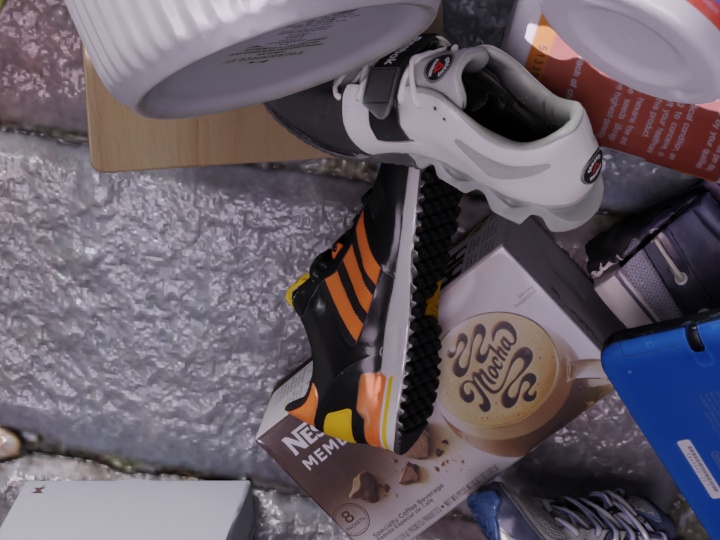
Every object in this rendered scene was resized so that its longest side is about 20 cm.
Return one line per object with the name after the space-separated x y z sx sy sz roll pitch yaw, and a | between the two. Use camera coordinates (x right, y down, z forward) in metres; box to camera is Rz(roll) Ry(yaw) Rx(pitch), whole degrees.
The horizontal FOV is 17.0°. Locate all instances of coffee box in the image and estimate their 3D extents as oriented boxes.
0.049 0.067 1.433 0.200 0.080 0.113 -38 103 21 | coffee box

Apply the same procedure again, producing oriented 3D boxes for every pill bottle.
0.178 -0.111 1.321 0.200 0.112 0.112 18 115 1 | pill bottle
0.183 -0.194 1.227 0.112 0.112 0.200 33 76 -7 | pill bottle

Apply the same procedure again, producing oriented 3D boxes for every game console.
0.257 0.059 1.359 0.171 0.118 0.200 -14 126 31 | game console

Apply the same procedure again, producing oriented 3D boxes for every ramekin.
-0.053 -0.150 1.188 0.200 0.200 0.105 -20 82 16 | ramekin

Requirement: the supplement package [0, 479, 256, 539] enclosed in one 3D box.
-0.145 0.252 1.502 0.152 0.151 0.200 -1 113 9 | supplement package

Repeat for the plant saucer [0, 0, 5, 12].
-0.246 -0.251 1.310 0.200 0.048 0.200 38 144 0 | plant saucer

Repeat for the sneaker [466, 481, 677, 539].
0.139 0.161 1.444 0.085 0.077 0.200 -45 136 9 | sneaker

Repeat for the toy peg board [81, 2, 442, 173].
-0.060 -0.171 1.353 0.199 0.098 0.200 -4 114 -7 | toy peg board

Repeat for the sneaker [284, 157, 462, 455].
0.000 0.000 1.347 0.090 0.070 0.200 9 101 19 | sneaker

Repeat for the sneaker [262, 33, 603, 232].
0.036 -0.095 1.265 0.200 0.074 0.089 19 150 16 | sneaker

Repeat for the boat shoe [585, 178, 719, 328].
0.227 0.035 1.397 0.093 0.075 0.200 -39 104 26 | boat shoe
